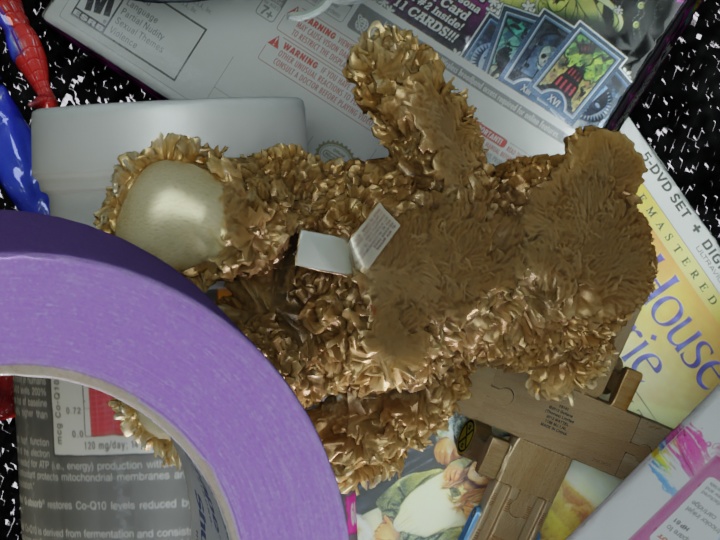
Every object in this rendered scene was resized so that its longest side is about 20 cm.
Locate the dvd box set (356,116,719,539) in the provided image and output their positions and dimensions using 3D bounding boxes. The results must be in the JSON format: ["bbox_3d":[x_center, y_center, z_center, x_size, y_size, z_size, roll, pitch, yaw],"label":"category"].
[{"bbox_3d":[0.046,0.042,1.075,0.199,0.029,0.147,-35,90,-2],"label":"dvd box set"}]

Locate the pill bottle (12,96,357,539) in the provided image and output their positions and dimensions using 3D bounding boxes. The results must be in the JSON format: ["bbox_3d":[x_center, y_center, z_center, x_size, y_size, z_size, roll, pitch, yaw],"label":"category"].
[{"bbox_3d":[-0.061,0.043,0.999,0.115,0.116,0.202,-3,93,-2],"label":"pill bottle"}]

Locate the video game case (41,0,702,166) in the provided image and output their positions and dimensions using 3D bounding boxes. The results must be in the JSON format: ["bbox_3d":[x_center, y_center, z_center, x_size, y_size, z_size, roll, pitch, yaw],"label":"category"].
[{"bbox_3d":[0.015,-0.112,1.057,0.199,0.036,0.182,32,88,10],"label":"video game case"}]

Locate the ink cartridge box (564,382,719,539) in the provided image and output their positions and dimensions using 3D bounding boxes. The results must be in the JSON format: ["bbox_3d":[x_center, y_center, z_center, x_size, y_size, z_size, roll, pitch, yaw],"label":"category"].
[{"bbox_3d":[0.133,0.108,1.005,0.200,0.145,0.085,-43,68,-6],"label":"ink cartridge box"}]

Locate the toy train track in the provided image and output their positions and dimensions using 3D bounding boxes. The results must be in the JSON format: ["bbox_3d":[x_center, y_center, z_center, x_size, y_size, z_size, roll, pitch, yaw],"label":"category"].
[{"bbox_3d":[0.048,0.087,1.044,0.114,0.033,0.201,23,96,-18],"label":"toy train track"}]

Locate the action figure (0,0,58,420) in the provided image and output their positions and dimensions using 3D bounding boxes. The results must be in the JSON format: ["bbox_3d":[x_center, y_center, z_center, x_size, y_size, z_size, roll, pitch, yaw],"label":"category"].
[{"bbox_3d":[-0.138,-0.049,1.063,0.065,0.052,0.201,-18,88,2],"label":"action figure"}]

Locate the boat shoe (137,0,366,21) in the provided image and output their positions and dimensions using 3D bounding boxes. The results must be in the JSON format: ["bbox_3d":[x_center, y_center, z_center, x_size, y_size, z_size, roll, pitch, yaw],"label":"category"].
[{"bbox_3d":[-0.001,-0.132,1.004,0.199,0.062,0.075,-13,118,1],"label":"boat shoe"}]

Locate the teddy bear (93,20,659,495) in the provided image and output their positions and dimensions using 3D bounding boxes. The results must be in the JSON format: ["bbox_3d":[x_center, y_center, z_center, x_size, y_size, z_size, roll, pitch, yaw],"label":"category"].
[{"bbox_3d":[0.000,0.000,0.943,0.199,0.067,0.146,-27,101,-29],"label":"teddy bear"}]

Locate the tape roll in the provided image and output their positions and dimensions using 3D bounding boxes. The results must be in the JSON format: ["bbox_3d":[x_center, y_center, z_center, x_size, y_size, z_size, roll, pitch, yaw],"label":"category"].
[{"bbox_3d":[-0.106,0.087,0.839,0.199,0.066,0.202,-3,103,-15],"label":"tape roll"}]
